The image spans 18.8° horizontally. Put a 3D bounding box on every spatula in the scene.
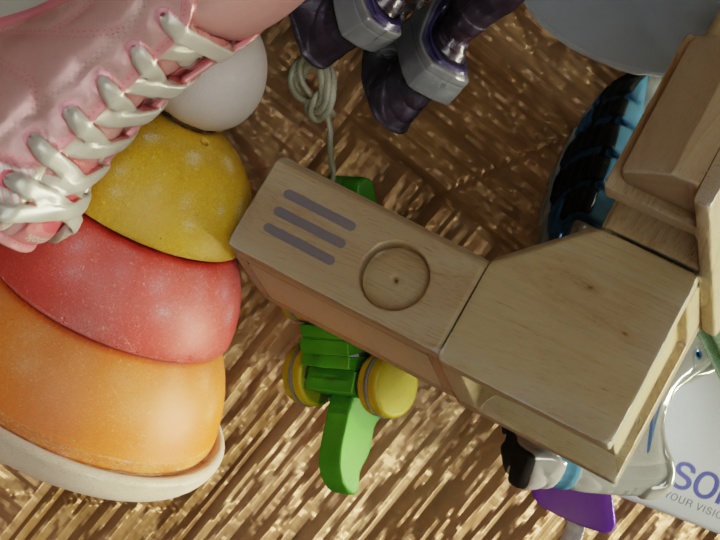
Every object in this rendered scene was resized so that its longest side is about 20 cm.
[{"bbox_3d":[0.093,0.156,1.024,0.021,0.056,0.201,-12,111,-40],"label":"spatula"}]

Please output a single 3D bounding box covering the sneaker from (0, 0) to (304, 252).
[{"bbox_3d":[-0.101,-0.064,0.833,0.200,0.075,0.105,-13,76,21],"label":"sneaker"}]

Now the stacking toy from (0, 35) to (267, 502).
[{"bbox_3d":[-0.090,-0.017,0.905,0.146,0.146,0.200,24,110,-9],"label":"stacking toy"}]

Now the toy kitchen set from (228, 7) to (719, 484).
[{"bbox_3d":[0.071,-0.056,0.860,0.180,0.163,0.200,27,78,16],"label":"toy kitchen set"}]

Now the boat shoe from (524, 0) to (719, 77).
[{"bbox_3d":[0.172,-0.123,0.972,0.199,0.066,0.070,5,103,12],"label":"boat shoe"}]

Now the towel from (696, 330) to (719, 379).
[{"bbox_3d":[0.240,0.019,0.968,0.200,0.023,0.153,-21,81,-25],"label":"towel"}]

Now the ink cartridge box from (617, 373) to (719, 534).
[{"bbox_3d":[0.231,0.043,1.019,0.199,0.041,0.200,21,96,-8],"label":"ink cartridge box"}]

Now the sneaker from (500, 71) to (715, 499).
[{"bbox_3d":[0.123,0.010,0.970,0.086,0.075,0.200,15,76,-12],"label":"sneaker"}]

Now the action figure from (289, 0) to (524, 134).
[{"bbox_3d":[0.062,-0.137,0.904,0.200,0.070,0.130,-28,139,34],"label":"action figure"}]

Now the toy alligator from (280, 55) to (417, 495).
[{"bbox_3d":[0.000,0.000,0.986,0.054,0.059,0.201,-11,100,-47],"label":"toy alligator"}]
